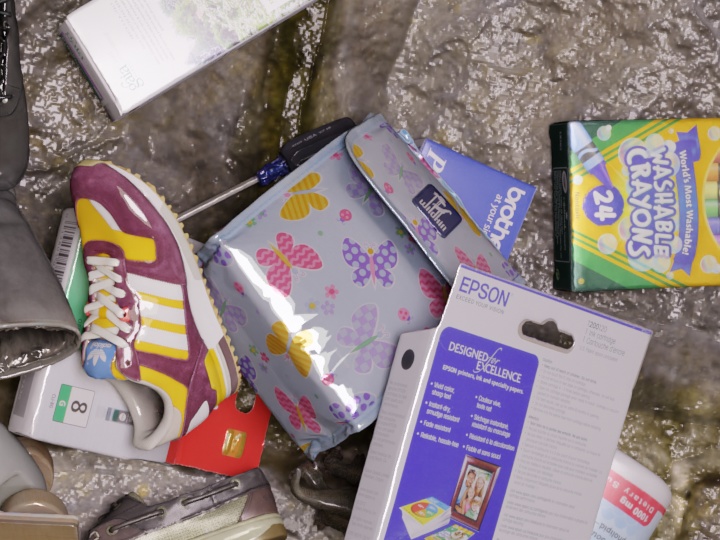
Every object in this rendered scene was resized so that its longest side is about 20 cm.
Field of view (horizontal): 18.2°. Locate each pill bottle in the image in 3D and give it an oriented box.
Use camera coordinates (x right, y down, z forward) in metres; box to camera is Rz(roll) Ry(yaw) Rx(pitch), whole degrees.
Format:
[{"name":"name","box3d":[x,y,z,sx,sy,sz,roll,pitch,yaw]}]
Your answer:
[{"name":"pill bottle","box3d":[0.133,0.217,1.632,0.109,0.109,0.200,33,85,-11]}]

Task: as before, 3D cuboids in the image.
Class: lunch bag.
[{"name":"lunch bag","box3d":[0.000,0.000,1.542,0.200,0.127,0.170,-37,90,-31]}]

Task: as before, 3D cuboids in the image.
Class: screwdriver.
[{"name":"screwdriver","box3d":[-0.087,-0.056,1.619,0.200,0.028,0.029,-32,69,-12]}]

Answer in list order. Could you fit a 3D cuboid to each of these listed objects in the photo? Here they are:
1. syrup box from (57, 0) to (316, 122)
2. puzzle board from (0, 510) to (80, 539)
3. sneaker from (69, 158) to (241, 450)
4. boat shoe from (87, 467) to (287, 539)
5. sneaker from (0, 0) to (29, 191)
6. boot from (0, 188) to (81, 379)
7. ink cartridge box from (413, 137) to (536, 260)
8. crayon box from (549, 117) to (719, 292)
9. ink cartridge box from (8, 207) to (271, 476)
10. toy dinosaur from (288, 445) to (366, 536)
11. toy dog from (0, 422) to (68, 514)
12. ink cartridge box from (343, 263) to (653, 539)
[{"name":"syrup box","box3d":[-0.109,-0.189,1.585,0.200,0.081,0.079,-32,96,-9]},{"name":"puzzle board","box3d":[-0.287,0.205,1.527,0.199,0.151,0.017,3,50,-1]},{"name":"sneaker","box3d":[-0.152,0.024,1.485,0.090,0.075,0.200,-40,116,-32]},{"name":"boat shoe","box3d":[-0.154,0.190,1.596,0.200,0.072,0.066,-15,72,0]},{"name":"sneaker","box3d":[-0.262,-0.149,1.517,0.076,0.091,0.201,-6,67,-21]},{"name":"boot","box3d":[-0.293,-0.012,1.506,0.181,0.073,0.200,-10,59,-10]},{"name":"ink cartridge box","box3d":[0.046,0.013,1.641,0.094,0.044,0.201,23,86,-13]},{"name":"crayon box","box3d":[0.245,-0.051,1.678,0.199,0.052,0.126,-2,92,-12]},{"name":"ink cartridge box","box3d":[-0.132,0.057,1.571,0.199,0.050,0.162,15,86,-28]},{"name":"toy dinosaur","box3d":[0.009,0.173,1.594,0.102,0.200,0.077,32,71,29]},{"name":"toy dog","box3d":[-0.287,0.129,1.537,0.096,0.132,0.200,-38,96,4]},{"name":"ink cartridge box","box3d":[0.095,0.110,1.505,0.198,0.043,0.201,19,87,-40]}]
